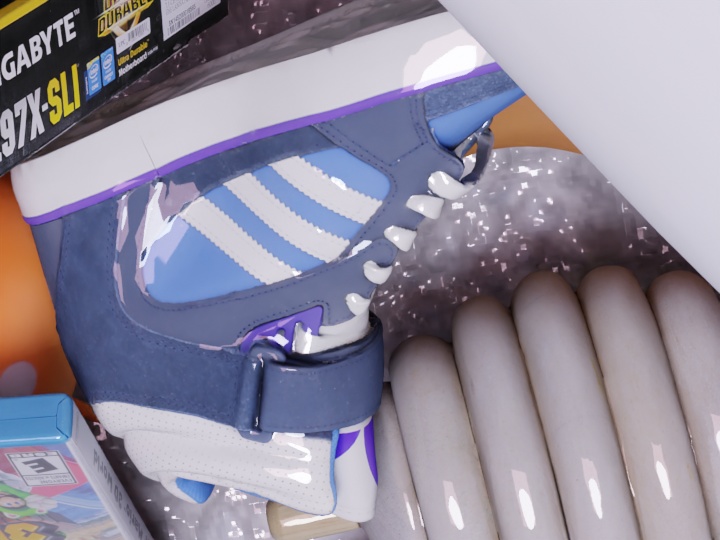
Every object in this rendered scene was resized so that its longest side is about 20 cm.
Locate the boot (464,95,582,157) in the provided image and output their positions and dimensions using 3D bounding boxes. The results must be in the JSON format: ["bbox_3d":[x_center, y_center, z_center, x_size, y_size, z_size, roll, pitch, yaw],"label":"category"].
[{"bbox_3d":[0.094,-0.049,0.876,0.155,0.074,0.200,43,109,-11],"label":"boot"}]

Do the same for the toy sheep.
[{"bbox_3d":[0.068,0.065,0.883,0.199,0.138,0.139,-16,105,-2],"label":"toy sheep"}]

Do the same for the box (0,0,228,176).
[{"bbox_3d":[-0.163,-0.076,0.822,0.199,0.160,0.050,4,117,25],"label":"box"}]

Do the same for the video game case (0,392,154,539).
[{"bbox_3d":[-0.142,0.095,0.902,0.142,0.200,0.018,-4,62,8],"label":"video game case"}]

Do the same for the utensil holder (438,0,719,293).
[{"bbox_3d":[0.101,-0.097,0.660,0.170,0.170,0.200,-44,81,16],"label":"utensil holder"}]

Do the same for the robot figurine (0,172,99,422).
[{"bbox_3d":[-0.178,0.013,0.892,0.199,0.117,0.145,6,90,-10],"label":"robot figurine"}]

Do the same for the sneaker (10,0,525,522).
[{"bbox_3d":[0.000,0.000,0.822,0.199,0.081,0.147,-19,103,20],"label":"sneaker"}]
